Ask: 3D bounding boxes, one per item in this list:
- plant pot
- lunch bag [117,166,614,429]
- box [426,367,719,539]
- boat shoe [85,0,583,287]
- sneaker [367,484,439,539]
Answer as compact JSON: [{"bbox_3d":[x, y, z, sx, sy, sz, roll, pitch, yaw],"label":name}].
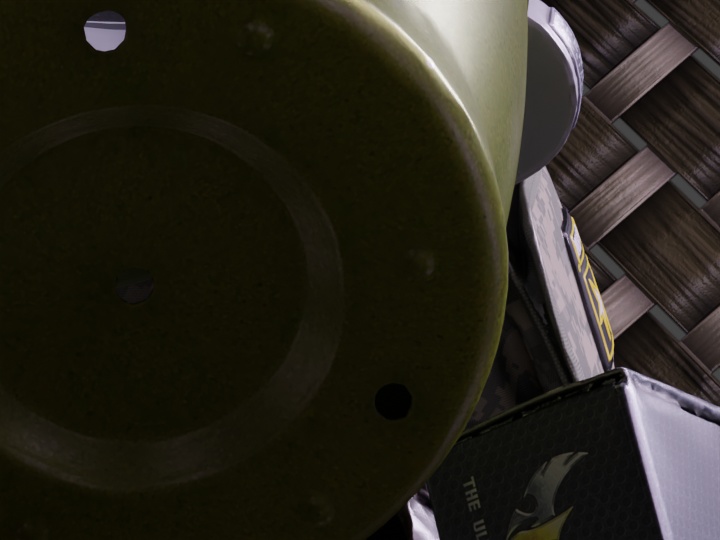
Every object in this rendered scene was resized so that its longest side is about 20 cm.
[{"bbox_3d":[-0.049,-0.033,0.575,0.201,0.200,0.193,50,11,-25],"label":"plant pot"},{"bbox_3d":[0.000,0.000,0.833,0.200,0.118,0.164,36,13,-5],"label":"lunch bag"},{"bbox_3d":[0.089,0.131,0.556,0.158,0.051,0.201,24,46,-55],"label":"box"},{"bbox_3d":[-0.046,-0.038,0.712,0.057,0.199,0.069,-104,-173,-64],"label":"boat shoe"},{"bbox_3d":[0.029,0.126,0.611,0.106,0.075,0.200,39,20,-53],"label":"sneaker"}]
